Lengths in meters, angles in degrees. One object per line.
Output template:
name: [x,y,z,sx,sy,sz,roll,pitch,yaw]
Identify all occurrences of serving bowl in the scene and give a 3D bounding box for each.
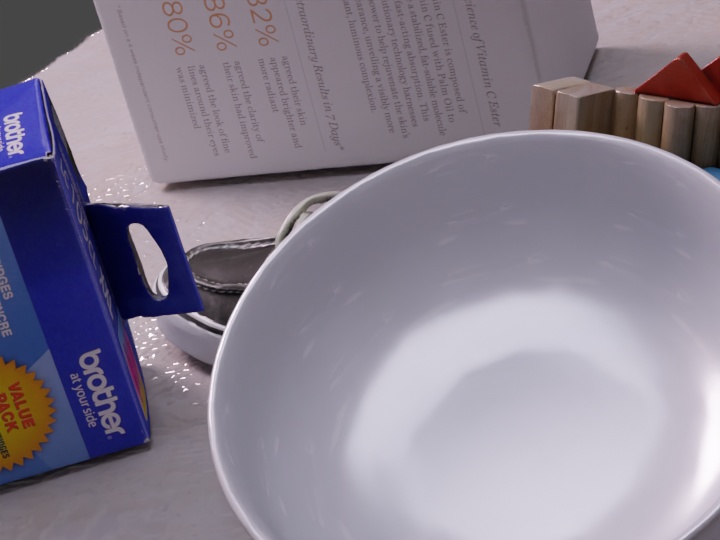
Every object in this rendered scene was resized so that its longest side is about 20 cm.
serving bowl: [0.052,0.047,0.825,0.200,0.066,0.200,-9,50,11]

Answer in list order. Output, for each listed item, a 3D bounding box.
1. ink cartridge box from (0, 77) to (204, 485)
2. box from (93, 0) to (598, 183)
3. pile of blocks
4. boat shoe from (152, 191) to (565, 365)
ink cartridge box: [-0.165,0.014,0.940,0.200,0.137,0.076,-18,31,-2]
box: [-0.009,-0.136,1.106,0.200,0.152,0.106,-4,31,19]
pile of blocks: [0.148,-0.047,0.909,0.200,0.062,0.082,0,19,-10]
boat shoe: [0.000,0.000,0.957,0.200,0.064,0.071,4,35,31]
